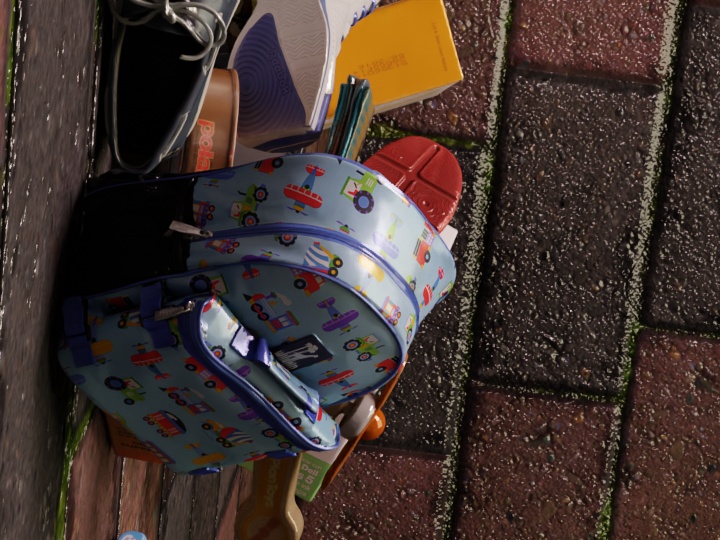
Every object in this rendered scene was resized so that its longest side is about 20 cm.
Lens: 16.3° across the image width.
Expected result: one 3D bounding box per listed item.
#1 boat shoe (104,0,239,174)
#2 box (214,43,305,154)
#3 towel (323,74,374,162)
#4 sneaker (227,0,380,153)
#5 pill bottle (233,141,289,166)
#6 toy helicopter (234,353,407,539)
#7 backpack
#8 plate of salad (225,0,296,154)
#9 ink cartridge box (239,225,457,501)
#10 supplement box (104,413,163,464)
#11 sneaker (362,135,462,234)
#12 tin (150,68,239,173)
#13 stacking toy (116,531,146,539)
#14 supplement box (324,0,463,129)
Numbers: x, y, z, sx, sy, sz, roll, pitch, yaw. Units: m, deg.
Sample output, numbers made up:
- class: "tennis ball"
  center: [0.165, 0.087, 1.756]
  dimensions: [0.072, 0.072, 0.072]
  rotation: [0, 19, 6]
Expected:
- class: "boat shoe"
  center: [-0.114, -0.150, 1.485]
  dimensions: [0.062, 0.074, 0.201]
  rotation: [-74, -176, -62]
- class: "box"
  center: [-0.088, -0.135, 2.056]
  dimensions: [0.200, 0.043, 0.161]
  rotation: [-77, 160, -66]
- class: "towel"
  center: [-0.023, -0.057, 1.739]
  dimensions: [0.200, 0.022, 0.148]
  rotation: [27, 83, -89]
- class: "sneaker"
  center: [-0.027, -0.176, 1.702]
  dimensions: [0.115, 0.080, 0.201]
  rotation: [20, 69, -58]
- class: "pill bottle"
  center: [-0.090, -0.036, 1.864]
  dimensions: [0.200, 0.113, 0.114]
  rotation: [86, 11, -78]
- class: "toy helicopter"
  center: [-0.043, 0.106, 1.661]
  dimensions: [0.079, 0.131, 0.201]
  rotation: [-74, 173, -62]
- class: "backpack"
  center: [-0.052, 0.021, 1.460]
  dimensions: [0.183, 0.199, 0.135]
  rotation: [51, 38, -43]
- class: "plate of salad"
  center: [-0.082, -0.177, 1.819]
  dimensions: [0.200, 0.048, 0.201]
  rotation: [165, -90, -86]
- class: "ink cartridge box"
  center: [-0.016, 0.054, 1.941]
  dimensions: [0.201, 0.084, 0.146]
  rotation: [-60, -178, 34]
- class: "supplement box"
  center: [-0.136, 0.066, 1.661]
  dimensions: [0.200, 0.066, 0.069]
  rotation: [90, 10, -65]
- class: "sneaker"
  center: [0.000, 0.000, 1.797]
  dimensions: [0.200, 0.078, 0.116]
  rotation: [-56, 178, -34]
- class: "tin"
  center: [-0.113, -0.079, 1.661]
  dimensions: [0.200, 0.042, 0.113]
  rotation: [-164, -102, -79]
- class: "stacking toy"
  center: [-0.086, 0.257, 1.786]
  dimensions: [0.116, 0.198, 0.111]
  rotation: [-68, 165, -77]
- class: "supplement box"
  center: [0.002, -0.159, 1.947]
  dimensions: [0.200, 0.125, 0.074]
  rotation: [178, -104, -85]
